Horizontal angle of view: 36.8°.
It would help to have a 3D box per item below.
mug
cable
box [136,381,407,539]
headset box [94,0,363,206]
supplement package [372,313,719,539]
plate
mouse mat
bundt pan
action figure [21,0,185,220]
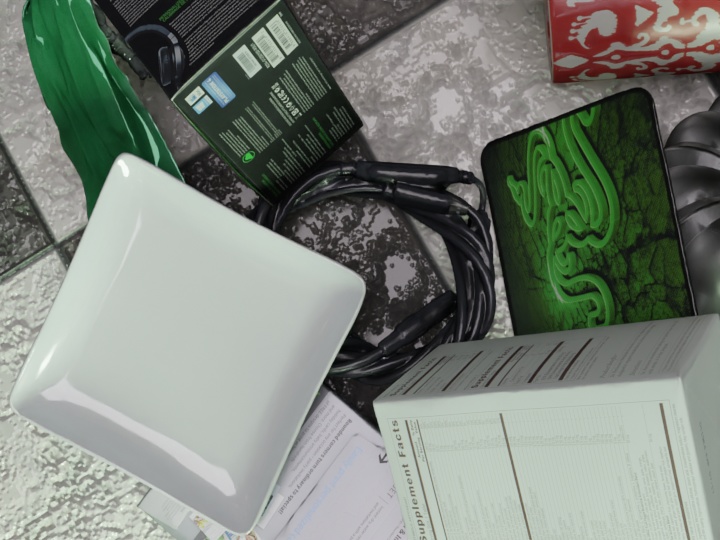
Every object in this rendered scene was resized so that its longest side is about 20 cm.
[{"bbox_3d":[0.229,-0.208,0.773,0.196,0.179,0.135,-6,121,9],"label":"mug"},{"bbox_3d":[0.000,0.000,0.793,0.196,0.051,0.167,3,84,-1],"label":"cable"},{"bbox_3d":[-0.038,0.173,0.787,0.199,0.041,0.157,38,89,8],"label":"box"},{"bbox_3d":[-0.110,-0.171,0.737,0.092,0.174,0.201,-40,66,1],"label":"headset box"},{"bbox_3d":[0.125,0.105,0.677,0.197,0.109,0.116,-8,102,32],"label":"supplement package"},{"bbox_3d":[-0.120,0.051,0.757,0.197,0.032,0.202,27,95,4],"label":"plate"},{"bbox_3d":[0.154,-0.008,0.744,0.007,0.160,0.204,-6,84,-39],"label":"mouse mat"},{"bbox_3d":[0.278,-0.041,0.719,0.198,0.076,0.205,-5,58,8],"label":"bundt pan"},{"bbox_3d":[-0.193,-0.136,0.785,0.116,0.055,0.203,-10,109,34],"label":"action figure"}]
